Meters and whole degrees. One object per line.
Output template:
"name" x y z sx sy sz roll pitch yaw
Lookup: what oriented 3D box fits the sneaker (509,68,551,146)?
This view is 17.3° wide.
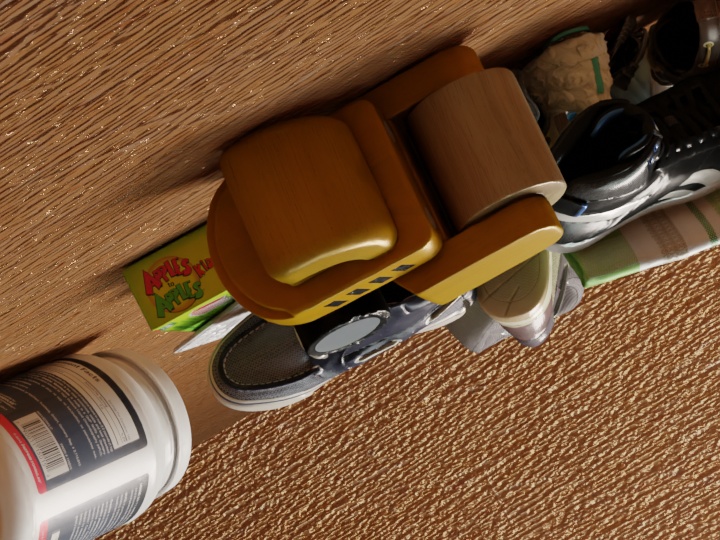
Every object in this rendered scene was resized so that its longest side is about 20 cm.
"sneaker" 0.091 -0.074 1.569 0.084 0.075 0.200 -24 165 4

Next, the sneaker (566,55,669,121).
"sneaker" 0.192 -0.121 1.784 0.082 0.074 0.200 8 -157 -1

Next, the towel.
"towel" 0.218 -0.064 1.633 0.199 0.031 0.149 -19 -144 -10

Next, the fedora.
"fedora" 0.110 0.006 1.844 0.176 0.091 0.200 -22 171 -23

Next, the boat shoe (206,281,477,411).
"boat shoe" -0.018 0.029 1.611 0.199 0.075 0.093 -27 164 -1

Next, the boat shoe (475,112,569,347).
"boat shoe" 0.120 -0.036 1.708 0.072 0.201 0.065 -5 144 14

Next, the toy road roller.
"toy road roller" 0.006 -0.043 1.352 0.200 0.123 0.146 -28 164 11

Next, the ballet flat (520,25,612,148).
"ballet flat" 0.117 -0.105 1.628 0.072 0.072 0.200 -26 176 -23

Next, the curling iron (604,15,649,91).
"curling iron" 0.163 -0.141 1.699 0.200 0.025 0.050 152 -40 -75

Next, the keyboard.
"keyboard" -0.071 0.021 1.648 0.056 0.011 0.200 -25 174 -32

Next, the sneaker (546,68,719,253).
"sneaker" 0.200 -0.087 1.550 0.200 0.073 0.112 -33 164 -15

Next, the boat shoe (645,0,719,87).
"boat shoe" 0.235 -0.164 1.666 0.059 0.072 0.200 -6 178 -11

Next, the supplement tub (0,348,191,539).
"supplement tub" -0.240 0.145 1.812 0.140 0.141 0.200 -32 173 41

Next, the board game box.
"board game box" -0.092 0.000 1.657 0.101 0.048 0.200 -28 175 5
